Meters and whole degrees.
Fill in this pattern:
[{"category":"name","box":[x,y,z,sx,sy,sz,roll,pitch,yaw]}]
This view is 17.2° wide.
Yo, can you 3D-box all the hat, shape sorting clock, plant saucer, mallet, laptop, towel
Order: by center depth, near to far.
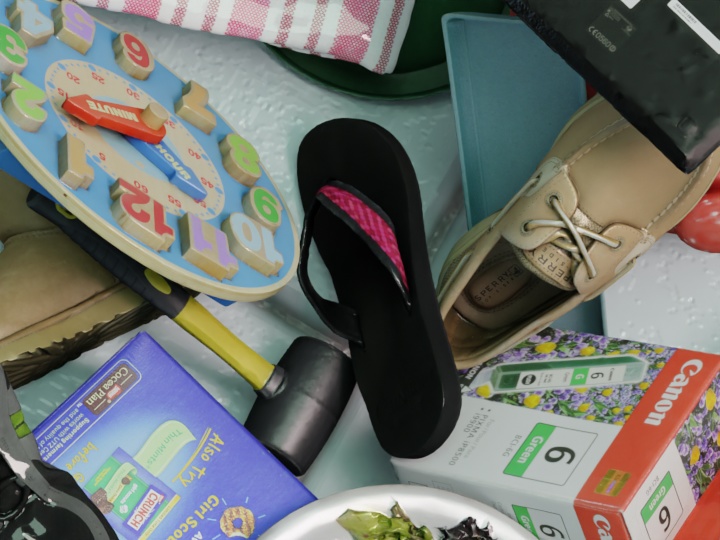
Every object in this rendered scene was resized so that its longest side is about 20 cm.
[{"category":"laptop","box":[0.160,-0.161,1.096,0.200,0.103,0.177,-45,75,-2]},{"category":"shape sorting clock","box":[-0.107,-0.063,1.131,0.200,0.039,0.200,35,27,-21]},{"category":"mallet","box":[-0.077,0.014,1.145,0.200,0.041,0.066,49,63,-24]},{"category":"plant saucer","box":[0.085,-0.039,1.164,0.070,0.200,0.019,7,38,22]},{"category":"towel","box":[-0.058,-0.185,1.178,0.200,0.030,0.146,12,108,-9]},{"category":"hat","box":[0.041,-0.199,1.207,0.200,0.176,0.166,-28,79,-19]}]

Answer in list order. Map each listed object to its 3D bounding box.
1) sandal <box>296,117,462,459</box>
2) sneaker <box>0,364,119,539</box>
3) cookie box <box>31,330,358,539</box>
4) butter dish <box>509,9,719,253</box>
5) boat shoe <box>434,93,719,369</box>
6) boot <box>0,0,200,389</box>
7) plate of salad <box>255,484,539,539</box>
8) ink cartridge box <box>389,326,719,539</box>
[{"category":"sandal","box":[0.000,0.000,1.163,0.045,0.075,0.200,11,46,-33]},{"category":"sneaker","box":[-0.175,0.079,1.043,0.071,0.083,0.200,-36,74,-19]},{"category":"cookie box","box":[-0.094,0.161,1.114,0.200,0.075,0.171,44,69,5]},{"category":"butter dish","box":[0.173,-0.076,1.171,0.199,0.200,0.148,6,57,-9]},{"category":"boat shoe","box":[0.101,-0.017,1.115,0.071,0.200,0.065,36,43,-7]},{"category":"boot","box":[-0.190,-0.045,1.173,0.175,0.066,0.200,-25,79,-31]},{"category":"plate of salad","box":[0.023,0.191,1.065,0.200,0.048,0.200,4,71,-12]},{"category":"ink cartridge box","box":[0.126,0.086,1.125,0.200,0.050,0.109,8,45,38]}]
